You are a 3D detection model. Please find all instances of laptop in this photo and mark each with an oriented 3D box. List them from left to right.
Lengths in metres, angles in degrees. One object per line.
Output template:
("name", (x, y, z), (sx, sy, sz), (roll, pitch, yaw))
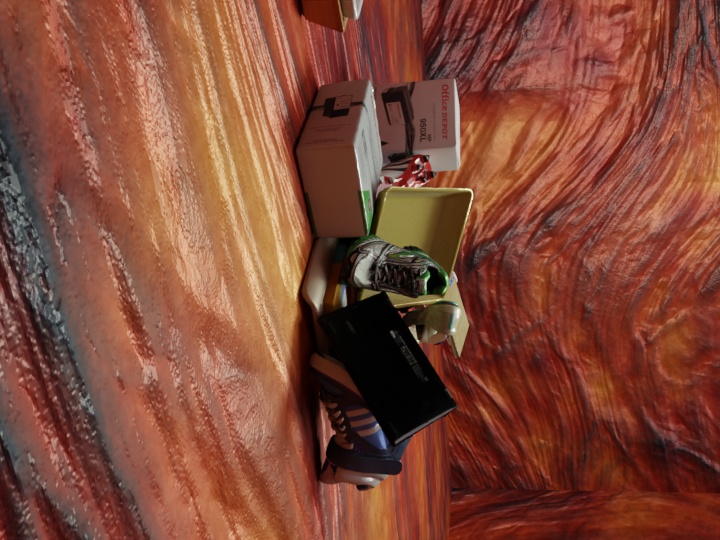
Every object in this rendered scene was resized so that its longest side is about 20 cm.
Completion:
("laptop", (0.036, 0.141, 0.961), (0.199, 0.116, 0.188), (-20, 70, -42))

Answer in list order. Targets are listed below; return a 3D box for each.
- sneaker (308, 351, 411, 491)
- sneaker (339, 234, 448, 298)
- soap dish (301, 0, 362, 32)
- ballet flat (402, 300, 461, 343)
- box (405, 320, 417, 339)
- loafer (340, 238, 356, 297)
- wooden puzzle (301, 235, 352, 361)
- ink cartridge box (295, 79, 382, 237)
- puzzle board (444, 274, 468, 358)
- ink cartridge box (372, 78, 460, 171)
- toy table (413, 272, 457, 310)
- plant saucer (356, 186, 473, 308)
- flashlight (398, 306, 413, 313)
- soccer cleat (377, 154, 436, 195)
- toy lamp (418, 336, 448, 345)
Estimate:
("sneaker", (-0.025, 0.219, 0.938), (0.200, 0.147, 0.081), (40, -5, -24))
("sneaker", (0.053, -0.002, 0.993), (0.199, 0.085, 0.079), (1, 112, -43))
("soap dish", (-0.043, -0.451, 0.960), (0.158, 0.080, 0.201), (77, 16, -45))
("ballet flat", (0.114, 0.095, 1.177), (0.200, 0.067, 0.063), (136, -38, -74))
("box", (0.034, 0.199, 1.137), (0.200, 0.021, 0.165), (-33, 124, -42))
("loafer", (0.000, 0.000, 1.133), (0.073, 0.072, 0.201), (39, -18, 55))
("wooden puzzle", (-0.037, 0.053, 1.011), (0.186, 0.037, 0.201), (-79, 163, -50))
("ink cartridge box", (-0.024, -0.165, 0.996), (0.201, 0.082, 0.147), (-78, 163, -50))
("puzzle board", (0.168, 0.063, 1.302), (0.200, 0.017, 0.152), (-43, 115, -72))
("ink cartridge box", (0.077, -0.256, 1.240), (0.084, 0.198, 0.146), (64, 26, -66))
("toy table", (0.096, 0.017, 1.410), (0.201, 0.183, 0.118), (-87, 154, -49))
("plant saucer", (0.075, -0.042, 1.089), (0.199, 0.048, 0.202), (-5, 116, -42))
("flashlight", (0.058, -0.009, 1.304), (0.201, 0.067, 0.068), (-106, -177, -47))
("soccer cleat", (0.043, -0.139, 1.144), (0.200, 0.085, 0.069), (-36, 109, -38))
("toy lamp", (0.096, 0.136, 1.317), (0.058, 0.199, 0.059), (37, -43, 44))
